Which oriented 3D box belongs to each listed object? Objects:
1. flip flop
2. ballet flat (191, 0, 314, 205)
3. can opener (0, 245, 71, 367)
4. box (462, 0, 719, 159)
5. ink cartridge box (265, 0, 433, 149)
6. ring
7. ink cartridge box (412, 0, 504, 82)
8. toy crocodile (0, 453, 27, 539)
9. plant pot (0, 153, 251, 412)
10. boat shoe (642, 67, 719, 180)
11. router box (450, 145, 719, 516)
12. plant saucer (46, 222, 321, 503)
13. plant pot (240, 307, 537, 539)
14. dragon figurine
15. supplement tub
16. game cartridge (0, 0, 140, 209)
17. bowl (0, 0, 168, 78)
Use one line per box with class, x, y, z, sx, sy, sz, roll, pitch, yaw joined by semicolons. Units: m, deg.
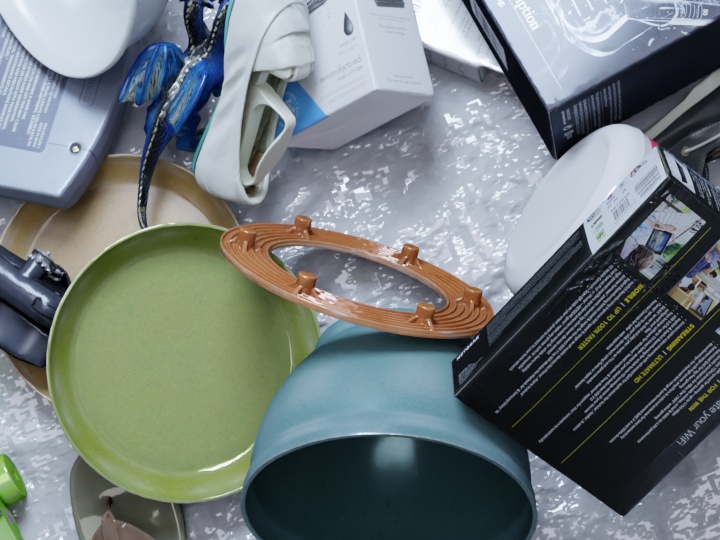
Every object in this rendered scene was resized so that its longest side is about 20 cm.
flip flop;-0.164;0.223;1.297;0.081;0.058;0.201;-10;78;4
ballet flat;-0.066;-0.134;1.290;0.069;0.069;0.201;23;119;10
can opener;-0.290;-0.013;1.328;0.200;0.063;0.079;38;85;11
box;0.167;-0.217;1.275;0.182;0.104;0.201;-29;72;0
ink cartridge box;-0.027;-0.203;1.337;0.116;0.067;0.201;-25;73;42
ring;0.000;0.000;1.259;0.199;0.200;0.019;18;106;9
ink cartridge box;0.126;-0.237;1.367;0.175;0.045;0.201;23;82;11
toy crocodile;-0.297;0.131;1.327;0.067;0.062;0.201;-23;78;1
plant pot;-0.178;0.013;1.357;0.199;0.027;0.201;-1;79;6
boat shoe;0.222;-0.075;1.313;0.200;0.072;0.068;-37;87;-2
router box;0.176;0.043;1.144;0.149;0.051;0.200;36;112;-17
plant saucer;-0.127;0.066;1.305;0.199;0.031;0.201;0;90;-12
plant pot;0.022;0.112;1.248;0.199;0.201;0.135;-1;52;5
dragon figurine;-0.135;-0.130;1.319;0.059;0.099;0.201;28;82;15
supplement tub;0.211;0.007;1.233;0.200;0.140;0.141;34;83;-14
game cartridge;-0.241;-0.146;1.375;0.132;0.042;0.201;13;70;5
bowl;-0.194;-0.248;1.312;0.090;0.201;0.201;-27;74;-37
